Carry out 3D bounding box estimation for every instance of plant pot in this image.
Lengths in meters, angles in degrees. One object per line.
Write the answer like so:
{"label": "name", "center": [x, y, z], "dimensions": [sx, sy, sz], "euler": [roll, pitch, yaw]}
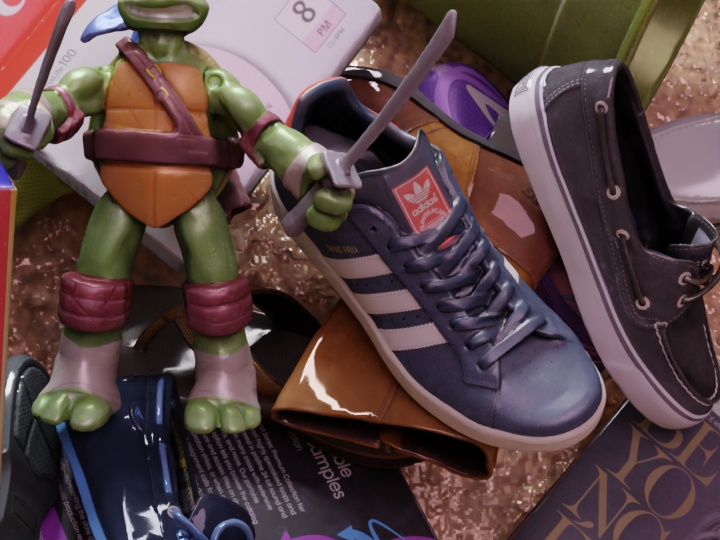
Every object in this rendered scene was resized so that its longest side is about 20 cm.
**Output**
{"label": "plant pot", "center": [0.097, -0.189, 0.917], "dimensions": [0.189, 0.201, 0.201], "euler": [28, 62, 12]}

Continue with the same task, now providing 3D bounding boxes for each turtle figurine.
{"label": "turtle figurine", "center": [-0.081, -0.025, 0.674], "dimensions": [0.143, 0.199, 0.196], "euler": [-7, 107, -38]}

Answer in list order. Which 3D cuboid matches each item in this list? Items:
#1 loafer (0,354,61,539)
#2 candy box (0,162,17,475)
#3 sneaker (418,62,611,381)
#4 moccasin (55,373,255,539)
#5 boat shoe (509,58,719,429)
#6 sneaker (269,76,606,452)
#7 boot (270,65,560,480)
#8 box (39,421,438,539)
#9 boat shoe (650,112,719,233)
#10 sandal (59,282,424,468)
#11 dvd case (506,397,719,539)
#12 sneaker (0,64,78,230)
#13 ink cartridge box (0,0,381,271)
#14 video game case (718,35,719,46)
{"label": "loafer", "center": [-0.176, 0.127, 0.715], "dimensions": [0.062, 0.072, 0.201], "euler": [-12, 44, 14]}
{"label": "candy box", "center": [-0.202, 0.006, 0.671], "dimensions": [0.076, 0.171, 0.200], "euler": [-1, 25, -25]}
{"label": "sneaker", "center": [0.096, -0.036, 0.892], "dimensions": [0.080, 0.084, 0.201], "euler": [-25, 74, -24]}
{"label": "moccasin", "center": [-0.078, 0.118, 0.711], "dimensions": [0.068, 0.081, 0.201], "euler": [-22, 57, -10]}
{"label": "boat shoe", "center": [0.141, -0.013, 0.795], "dimensions": [0.070, 0.066, 0.201], "euler": [-41, 111, -49]}
{"label": "sneaker", "center": [0.031, -0.007, 0.715], "dimensions": [0.075, 0.085, 0.200], "euler": [-36, 65, -27]}
{"label": "boot", "center": [0.000, 0.000, 0.800], "dimensions": [0.187, 0.069, 0.201], "euler": [19, 54, 7]}
{"label": "box", "center": [-0.071, 0.128, 0.782], "dimensions": [0.198, 0.036, 0.144], "euler": [-16, 54, -19]}
{"label": "boat shoe", "center": [0.240, -0.071, 0.954], "dimensions": [0.198, 0.068, 0.075], "euler": [-11, 70, -19]}
{"label": "sandal", "center": [-0.049, 0.041, 0.799], "dimensions": [0.198, 0.055, 0.082], "euler": [17, 44, 13]}
{"label": "dvd case", "center": [0.158, 0.150, 0.814], "dimensions": [0.149, 0.016, 0.200], "euler": [42, 61, 8]}
{"label": "sneaker", "center": [-0.123, -0.080, 0.847], "dimensions": [0.090, 0.078, 0.200], "euler": [36, 62, 15]}
{"label": "ink cartridge box", "center": [-0.114, -0.122, 0.792], "dimensions": [0.200, 0.057, 0.163], "euler": [39, 77, -8]}
{"label": "video game case", "center": [0.302, -0.238, 0.969], "dimensions": [0.045, 0.200, 0.182], "euler": [29, 63, -5]}
